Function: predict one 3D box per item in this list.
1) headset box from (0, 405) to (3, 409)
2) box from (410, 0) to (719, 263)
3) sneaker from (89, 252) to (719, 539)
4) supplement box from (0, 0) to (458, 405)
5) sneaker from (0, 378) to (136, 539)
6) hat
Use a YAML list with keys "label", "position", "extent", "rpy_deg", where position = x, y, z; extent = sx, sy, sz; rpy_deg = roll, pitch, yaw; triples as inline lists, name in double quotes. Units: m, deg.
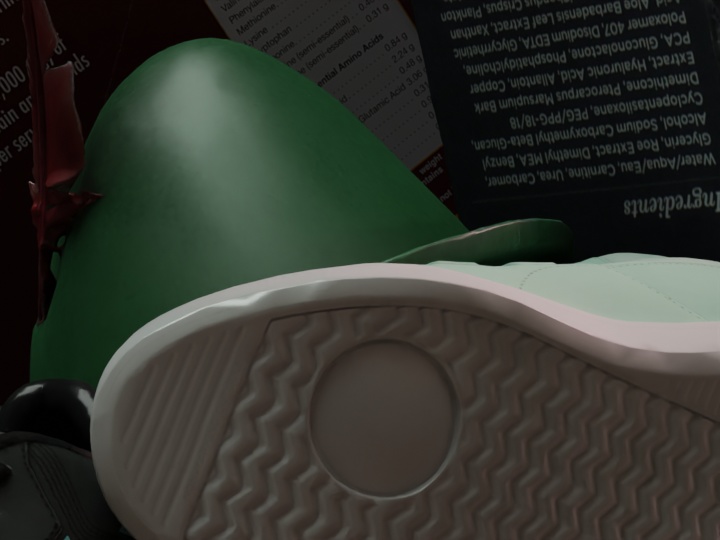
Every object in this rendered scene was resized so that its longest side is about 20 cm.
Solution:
- label: "headset box"
  position: [-0.184, 0.094, 0.625]
  extent: [0.199, 0.076, 0.148]
  rpy_deg: [-18, 6, -36]
- label: "box"
  position: [0.124, -0.067, 0.773]
  extent: [0.196, 0.201, 0.117]
  rpy_deg: [-18, 8, -38]
- label: "sneaker"
  position: [0.025, 0.033, 0.604]
  extent: [0.199, 0.074, 0.118]
  rpy_deg: [1, 4, -24]
- label: "supplement box"
  position: [-0.079, -0.050, 0.860]
  extent: [0.197, 0.201, 0.133]
  rpy_deg: [-39, 14, -19]
- label: "sneaker"
  position: [-0.081, 0.076, 0.524]
  extent: [0.075, 0.080, 0.200]
  rpy_deg: [-12, 7, 16]
- label: "hat"
  position: [-0.056, -0.036, 0.710]
  extent: [0.165, 0.177, 0.200]
  rpy_deg: [-18, -20, -44]
